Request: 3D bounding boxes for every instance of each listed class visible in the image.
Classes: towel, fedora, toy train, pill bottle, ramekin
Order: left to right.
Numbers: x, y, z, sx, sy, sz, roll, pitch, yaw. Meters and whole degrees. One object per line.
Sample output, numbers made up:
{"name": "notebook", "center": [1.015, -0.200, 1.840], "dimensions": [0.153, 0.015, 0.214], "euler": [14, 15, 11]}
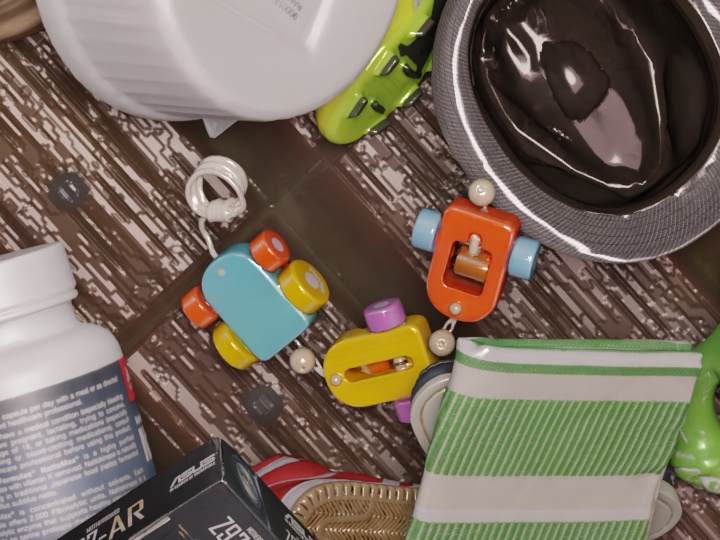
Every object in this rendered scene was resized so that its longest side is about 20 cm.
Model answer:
{"name": "pill bottle", "center": [-0.180, 0.092, 1.463], "dimensions": [0.119, 0.120, 0.201], "euler": [-16, 95, -3]}
{"name": "ramekin", "center": [-0.068, -0.174, 1.410], "dimensions": [0.200, 0.098, 0.201], "euler": [-11, 107, -41]}
{"name": "toy train", "center": [0.000, 0.000, 1.475], "dimensions": [0.199, 0.056, 0.151], "euler": [13, 112, 12]}
{"name": "towel", "center": [0.096, 0.126, 1.438], "dimensions": [0.152, 0.023, 0.201], "euler": [2, 118, -24]}
{"name": "fedora", "center": [0.131, -0.100, 1.491], "dimensions": [0.177, 0.090, 0.200], "euler": [-44, 89, -2]}

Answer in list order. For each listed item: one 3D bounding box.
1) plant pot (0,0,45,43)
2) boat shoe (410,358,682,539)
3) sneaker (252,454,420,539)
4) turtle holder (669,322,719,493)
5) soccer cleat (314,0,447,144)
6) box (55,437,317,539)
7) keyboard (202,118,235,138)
{"name": "plant pot", "center": [-0.227, -0.222, 1.428], "dimensions": [0.200, 0.093, 0.202], "euler": [1, 94, 14]}
{"name": "boat shoe", "center": [0.102, 0.091, 1.477], "dimensions": [0.200, 0.062, 0.075], "euler": [24, 127, -32]}
{"name": "sneaker", "center": [0.013, 0.149, 1.510], "dimensions": [0.199, 0.112, 0.072], "euler": [15, 84, -34]}
{"name": "turtle holder", "center": [0.266, 0.062, 1.489], "dimensions": [0.185, 0.141, 0.132], "euler": [-36, 112, -12]}
{"name": "soccer cleat", "center": [0.019, -0.168, 1.503], "dimensions": [0.084, 0.065, 0.201], "euler": [29, 96, 24]}
{"name": "box", "center": [-0.078, 0.204, 1.403], "dimensions": [0.160, 0.044, 0.200], "euler": [-34, 117, 13]}
{"name": "keyboard", "center": [-0.096, -0.172, 1.459], "dimensions": [0.056, 0.011, 0.201], "euler": [-36, 122, -28]}
